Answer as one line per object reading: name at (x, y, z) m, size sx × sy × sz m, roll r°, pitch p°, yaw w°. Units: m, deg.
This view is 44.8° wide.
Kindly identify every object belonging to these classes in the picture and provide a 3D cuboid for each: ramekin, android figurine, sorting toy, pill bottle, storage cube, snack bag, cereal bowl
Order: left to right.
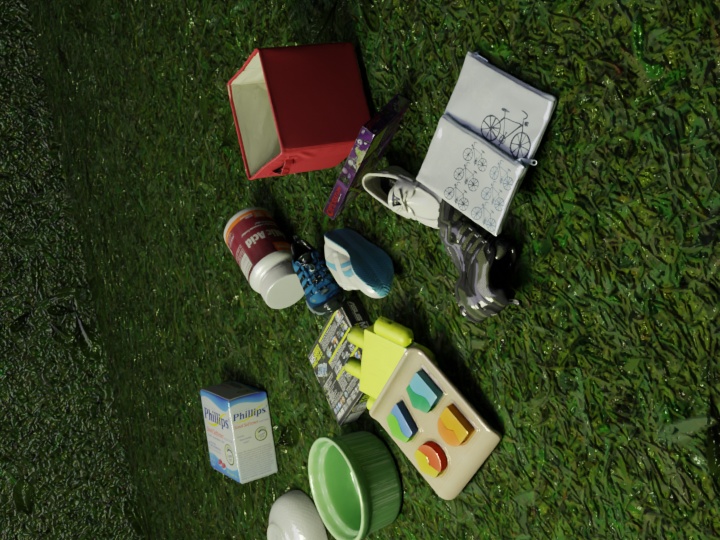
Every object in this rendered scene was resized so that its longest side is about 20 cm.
pill bottle at (-0.192, -0.025, 1.784) m, size 0.201 × 0.113 × 0.115 m, roll 54°, pitch 141°, yaw 34°
cereal bowl at (-0.151, 0.599, 1.950) m, size 0.199 × 0.083 × 0.202 m, roll 24°, pitch 120°, yaw 53°
storage cube at (-0.103, -0.268, 1.488) m, size 0.171 × 0.178 × 0.202 m, roll -22°, pitch 82°, yaw 62°
ramekin at (-0.009, 0.398, 1.634) m, size 0.199 × 0.097 × 0.202 m, roll 26°, pitch 121°, yaw 53°
android figurine at (0.056, 0.170, 1.463) m, size 0.199 × 0.041 × 0.184 m, roll 26°, pitch 122°, yaw 34°
sorting toy at (0.109, 0.247, 1.388) m, size 0.200 × 0.036 × 0.186 m, roll 45°, pitch 132°, yaw 21°
snack bag at (0.167, -0.176, 1.187) m, size 0.189 × 0.021 × 0.202 m, roll 43°, pitch 119°, yaw 43°

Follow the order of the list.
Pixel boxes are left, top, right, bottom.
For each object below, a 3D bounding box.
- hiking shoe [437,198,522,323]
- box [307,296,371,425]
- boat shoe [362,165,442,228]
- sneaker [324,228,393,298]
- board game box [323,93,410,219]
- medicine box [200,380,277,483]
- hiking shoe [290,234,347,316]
hiking shoe at (0.175, -0.033, 1.235) m, size 0.100 × 0.075 × 0.202 m, roll -23°, pitch 73°, yaw 35°
box at (-0.023, 0.172, 1.637) m, size 0.161 × 0.044 × 0.201 m, roll 62°, pitch 145°, yaw 27°
boat shoe at (0.074, -0.116, 1.363) m, size 0.200 × 0.065 × 0.073 m, roll 40°, pitch 132°, yaw 47°
sneaker at (0.000, 0.000, 1.525) m, size 0.200 × 0.076 × 0.082 m, roll -133°, pitch 36°, yaw -52°
board game box at (0.008, -0.181, 1.405) m, size 0.032 × 0.120 × 0.201 m, roll 39°, pitch 138°, yaw 9°
medicine box at (-0.293, 0.381, 2.094) m, size 0.182 × 0.102 × 0.202 m, roll 3°, pitch 103°, yaw 58°
hiking shoe at (-0.088, 0.013, 1.605) m, size 0.087 × 0.074 × 0.200 m, roll 58°, pitch 176°, yaw -33°
